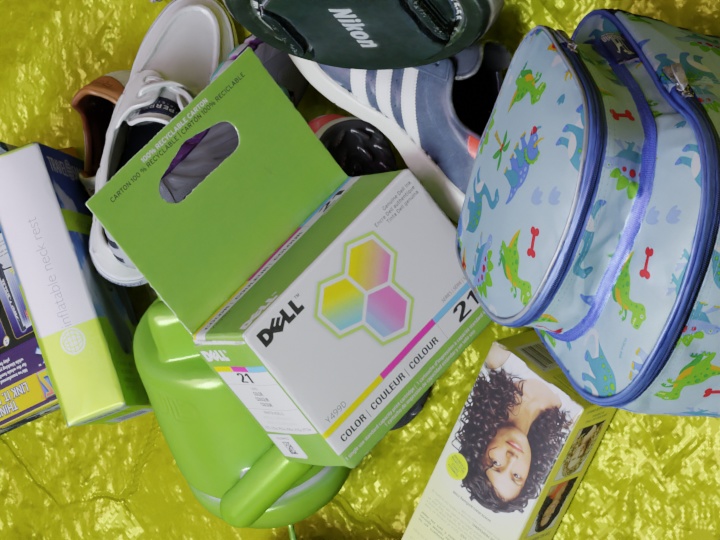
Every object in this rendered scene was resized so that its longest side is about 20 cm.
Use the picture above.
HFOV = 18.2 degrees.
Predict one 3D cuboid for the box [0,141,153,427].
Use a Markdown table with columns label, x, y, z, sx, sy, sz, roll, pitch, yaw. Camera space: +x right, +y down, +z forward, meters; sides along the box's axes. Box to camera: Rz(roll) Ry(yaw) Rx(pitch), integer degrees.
| label | x | y | z | sx | sy | sz | roll | pitch | yaw |
| --- | --- | --- | --- | --- | --- | --- | --- | --- | --- |
| box | -0.189 | 0.001 | 1.455 | 0.048 | 0.122 | 0.200 | -20 | 85 | 6 |

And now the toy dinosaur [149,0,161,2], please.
| label | x | y | z | sx | sy | sz | roll | pitch | yaw |
| --- | --- | --- | --- | --- | --- | --- | --- | --- | --- |
| toy dinosaur | -0.125 | -0.237 | 1.447 | 0.200 | 0.058 | 0.101 | -23 | 82 | 38 |

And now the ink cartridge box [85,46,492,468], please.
| label | x | y | z | sx | sy | sz | roll | pitch | yaw |
| --- | --- | --- | --- | --- | --- | --- | --- | --- | --- |
| ink cartridge box | -0.035 | -0.009 | 1.276 | 0.200 | 0.148 | 0.076 | 52 | 157 | -18 |

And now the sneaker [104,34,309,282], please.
| label | x | y | z | sx | sy | sz | roll | pitch | yaw |
| --- | --- | --- | --- | --- | --- | --- | --- | --- | --- |
| sneaker | -0.065 | -0.067 | 1.364 | 0.087 | 0.200 | 0.074 | 19 | 149 | 32 |

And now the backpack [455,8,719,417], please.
| label | x | y | z | sx | sy | sz | roll | pitch | yaw |
| --- | --- | --- | --- | --- | --- | --- | --- | --- | --- |
| backpack | 0.143 | -0.024 | 1.169 | 0.200 | 0.147 | 0.183 | -122 | 46 | -55 |

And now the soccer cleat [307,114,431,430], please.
| label | x | y | z | sx | sy | sz | roll | pitch | yaw |
| --- | --- | --- | --- | --- | --- | --- | --- | --- | --- |
| soccer cleat | 0.000 | 0.000 | 1.396 | 0.073 | 0.068 | 0.200 | -156 | 52 | -68 |

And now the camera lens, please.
| label | x | y | z | sx | sy | sz | roll | pitch | yaw |
| --- | --- | --- | --- | --- | --- | --- | --- | --- | --- |
| camera lens | 0.006 | -0.223 | 1.243 | 0.160 | 0.160 | 0.200 | -12 | 63 | 39 |

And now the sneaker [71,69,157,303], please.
| label | x | y | z | sx | sy | sz | roll | pitch | yaw |
| --- | --- | --- | --- | --- | --- | --- | --- | --- | --- |
| sneaker | -0.145 | -0.033 | 1.483 | 0.073 | 0.085 | 0.200 | -22 | 85 | 37 |

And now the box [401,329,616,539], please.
| label | x | y | z | sx | sy | sz | roll | pitch | yaw |
| --- | --- | --- | --- | --- | --- | --- | --- | --- | --- |
| box | 0.081 | 0.139 | 1.356 | 0.075 | 0.050 | 0.200 | 36 | 119 | 28 |

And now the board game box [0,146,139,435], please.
| label | x | y | z | sx | sy | sz | roll | pitch | yaw |
| --- | --- | --- | --- | --- | --- | --- | --- | --- | --- |
| board game box | -0.255 | 0.025 | 1.598 | 0.200 | 0.057 | 0.166 | -24 | 85 | 38 |

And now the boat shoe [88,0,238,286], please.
| label | x | y | z | sx | sy | sz | roll | pitch | yaw |
| --- | --- | --- | --- | --- | --- | --- | --- | --- | --- |
| boat shoe | -0.121 | -0.089 | 1.415 | 0.073 | 0.065 | 0.200 | 12 | 73 | -1 |

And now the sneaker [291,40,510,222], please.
| label | x | y | z | sx | sy | sz | roll | pitch | yaw |
| --- | --- | --- | --- | --- | --- | --- | --- | --- | --- |
| sneaker | 0.036 | -0.120 | 1.324 | 0.200 | 0.075 | 0.085 | 44 | 124 | 13 |

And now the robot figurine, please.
| label | x | y | z | sx | sy | sz | roll | pitch | yaw |
| --- | --- | --- | --- | --- | --- | --- | --- | --- | --- |
| robot figurine | -0.070 | 0.077 | 1.395 | 0.116 | 0.176 | 0.200 | -13 | 127 | 6 |
